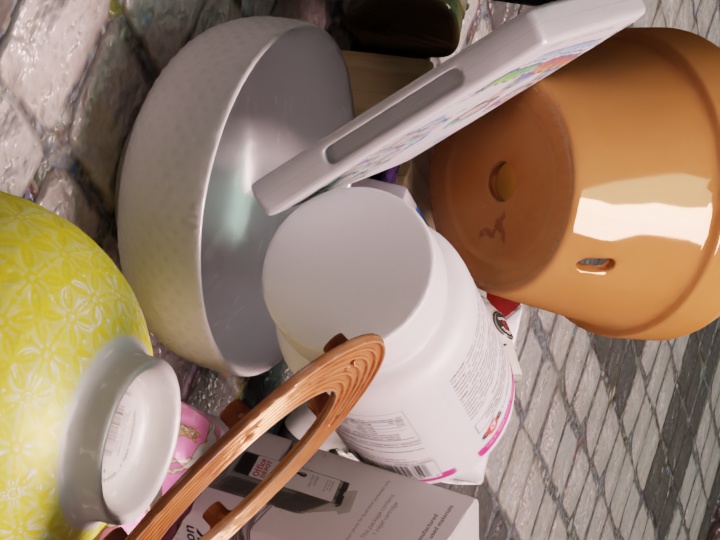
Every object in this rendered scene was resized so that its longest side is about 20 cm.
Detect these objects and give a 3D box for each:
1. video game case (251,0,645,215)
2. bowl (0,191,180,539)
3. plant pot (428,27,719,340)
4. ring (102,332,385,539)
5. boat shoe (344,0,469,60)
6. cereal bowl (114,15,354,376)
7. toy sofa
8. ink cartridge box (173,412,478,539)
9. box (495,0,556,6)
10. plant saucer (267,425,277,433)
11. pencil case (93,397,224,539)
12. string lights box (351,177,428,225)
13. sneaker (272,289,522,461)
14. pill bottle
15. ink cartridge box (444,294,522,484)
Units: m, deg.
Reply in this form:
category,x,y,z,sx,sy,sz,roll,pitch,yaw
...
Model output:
category,x,y,z,sx,sy,sz,roll,pitch,yaw
video game case,0.053,-0.096,1.080,0.024,0.181,0.200,60,25,1
bowl,-0.150,0.069,0.939,0.200,0.107,0.202,12,90,-70
plant pot,0.138,-0.055,1.233,0.139,0.200,0.202,0,104,-38
ring,-0.064,0.100,0.968,0.200,0.019,0.201,-42,167,-12
boat shoe,0.030,-0.172,1.267,0.200,0.073,0.063,158,-50,-82
cereal bowl,-0.078,-0.046,1.095,0.200,0.083,0.202,13,90,-70
toy sofa,0.021,-0.063,1.344,0.200,0.082,0.098,53,49,-64
ink cartridge box,-0.034,0.184,1.180,0.083,0.199,0.148,-50,146,-45
box,0.060,-0.241,1.181,0.182,0.199,0.105,-42,139,-57
plant saucer,-0.027,0.193,1.381,0.070,0.019,0.201,-52,130,-50
pencil case,-0.142,0.157,1.049,0.087,0.082,0.201,48,54,-40
string lights box,0.000,0.000,1.298,0.200,0.102,0.059,54,53,-64
sneaker,0.019,0.096,1.265,0.200,0.089,0.074,-42,153,24
pill bottle,0.017,0.038,1.115,0.200,0.113,0.114,60,46,-63
ink cartridge box,0.065,0.035,1.433,0.161,0.050,0.202,-140,-121,-69
